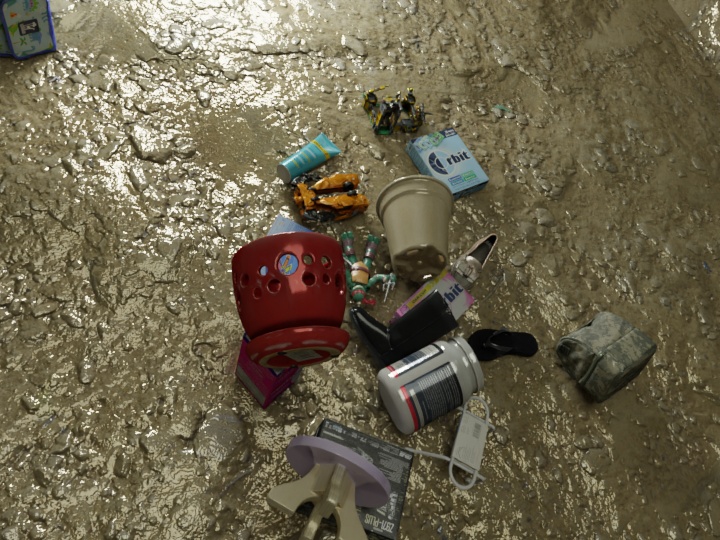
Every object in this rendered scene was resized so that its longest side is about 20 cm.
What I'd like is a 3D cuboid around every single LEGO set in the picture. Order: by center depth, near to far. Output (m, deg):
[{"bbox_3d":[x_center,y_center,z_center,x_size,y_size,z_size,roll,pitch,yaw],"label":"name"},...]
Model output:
[{"bbox_3d":[0.106,-0.478,1.616,0.194,0.117,0.158,3,60,-17],"label":"LEGO set"}]

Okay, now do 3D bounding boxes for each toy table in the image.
[{"bbox_3d":[-0.053,0.378,0.945,0.195,0.187,0.118,19,40,8],"label":"toy table"}]

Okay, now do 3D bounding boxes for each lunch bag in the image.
[{"bbox_3d":[-0.840,-0.607,1.339,0.194,0.171,0.131,-2,61,-21],"label":"lunch bag"},{"bbox_3d":[0.597,0.199,1.384,0.196,0.142,0.168,-21,52,-30],"label":"lunch bag"}]

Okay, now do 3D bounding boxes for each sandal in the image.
[{"bbox_3d":[0.347,0.173,1.370,0.194,0.043,0.078,-2,62,-20],"label":"sandal"}]

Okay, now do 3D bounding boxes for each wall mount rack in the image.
[{"bbox_3d":[0.195,0.357,1.199,0.170,0.075,0.203,28,55,-5],"label":"wall mount rack"}]

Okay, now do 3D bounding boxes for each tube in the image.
[{"bbox_3d":[-0.136,-0.295,1.478,0.078,0.050,0.200,46,52,2],"label":"tube"}]

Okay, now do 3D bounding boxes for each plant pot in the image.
[{"bbox_3d":[-0.116,0.059,0.949,0.194,0.201,0.188,0,69,-18],"label":"plant pot"},{"bbox_3d":[0.135,-0.086,1.342,0.194,0.202,0.188,9,52,-13],"label":"plant pot"}]

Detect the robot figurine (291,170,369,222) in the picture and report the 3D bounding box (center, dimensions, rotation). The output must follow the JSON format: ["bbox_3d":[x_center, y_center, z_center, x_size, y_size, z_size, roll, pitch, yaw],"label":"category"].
[{"bbox_3d":[-0.081,-0.183,1.420,0.195,0.059,0.148,-11,65,-25],"label":"robot figurine"}]

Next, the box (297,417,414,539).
[{"bbox_3d":[-0.012,0.406,1.088,0.195,0.087,0.167,21,57,-5],"label":"box"}]

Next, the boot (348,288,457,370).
[{"bbox_3d":[0.093,0.104,1.228,0.167,0.197,0.066,55,14,-9],"label":"boot"}]

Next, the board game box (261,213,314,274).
[{"bbox_3d":[-0.189,-0.034,1.321,0.101,0.020,0.203,25,56,-2],"label":"board game box"}]

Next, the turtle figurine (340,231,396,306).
[{"bbox_3d":[0.000,0.000,1.319,0.146,0.101,0.204,20,41,-22],"label":"turtle figurine"}]

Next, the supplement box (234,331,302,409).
[{"bbox_3d":[-0.171,0.172,1.100,0.104,0.201,0.101,46,58,11],"label":"supplement box"}]

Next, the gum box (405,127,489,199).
[{"bbox_3d":[0.247,-0.302,1.608,0.167,0.045,0.203,-22,71,-28],"label":"gum box"}]

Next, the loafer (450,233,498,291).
[{"bbox_3d":[0.293,-0.025,1.453,0.071,0.063,0.200,38,56,5],"label":"loafer"}]

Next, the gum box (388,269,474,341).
[{"bbox_3d":[0.166,0.100,1.336,0.114,0.066,0.199,45,58,9],"label":"gum box"}]

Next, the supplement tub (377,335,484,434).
[{"bbox_3d":[0.145,0.236,1.183,0.195,0.141,0.143,-24,69,-12],"label":"supplement tub"}]
